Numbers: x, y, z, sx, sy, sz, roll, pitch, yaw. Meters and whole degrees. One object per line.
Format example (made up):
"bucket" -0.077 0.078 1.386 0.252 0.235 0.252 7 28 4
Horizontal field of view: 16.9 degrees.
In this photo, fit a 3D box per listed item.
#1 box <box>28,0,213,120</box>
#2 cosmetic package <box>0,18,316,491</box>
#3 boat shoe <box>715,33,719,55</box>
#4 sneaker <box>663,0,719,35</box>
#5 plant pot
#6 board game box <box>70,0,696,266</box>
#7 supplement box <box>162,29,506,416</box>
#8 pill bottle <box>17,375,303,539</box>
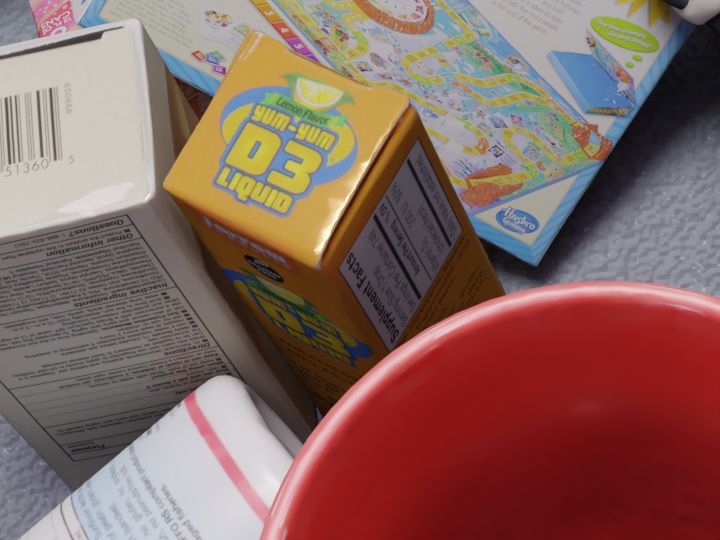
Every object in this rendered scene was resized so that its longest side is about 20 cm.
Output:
"box" -0.023 -0.114 0.937 0.199 0.095 0.103 -26 38 2
"cosmetic package" -0.091 0.002 0.855 0.104 0.200 0.072 -11 61 8
"boat shoe" 0.181 -0.021 0.867 0.060 0.072 0.203 -16 55 3
"sneaker" 0.197 -0.146 0.843 0.129 0.079 0.200 37 78 -9
"plant pot" 0.082 0.129 0.759 0.199 0.178 0.202 -6 63 12
"board game box" 0.015 -0.103 0.868 0.135 0.199 0.034 -56 22 16
"supplement box" 0.000 0.000 0.831 0.066 0.200 0.069 25 73 25
"pill bottle" -0.088 0.138 0.836 0.200 0.109 0.109 -40 61 1
